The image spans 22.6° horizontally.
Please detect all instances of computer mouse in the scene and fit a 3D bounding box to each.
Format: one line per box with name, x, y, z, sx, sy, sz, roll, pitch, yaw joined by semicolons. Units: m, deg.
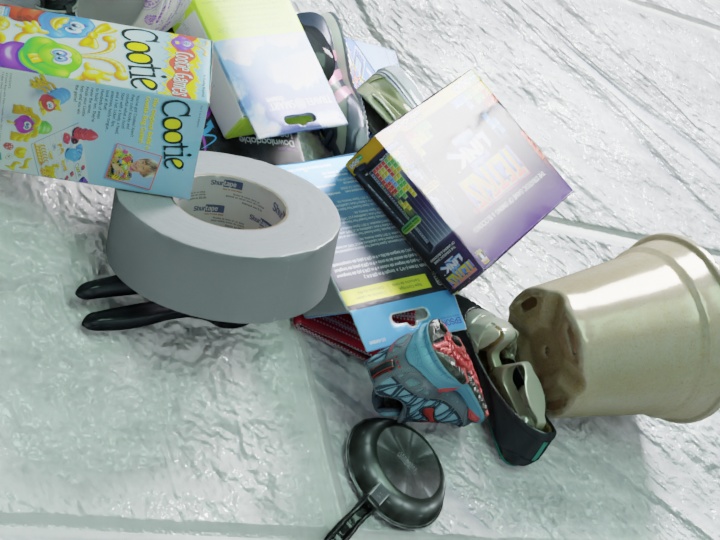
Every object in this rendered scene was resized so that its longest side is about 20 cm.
computer mouse;-0.095;-0.258;1.827;0.200;0.059;0.034;46;-6;23

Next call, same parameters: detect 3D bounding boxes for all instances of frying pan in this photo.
frying pan;0.011;0.186;1.627;0.189;0.031;0.115;-7;64;-49

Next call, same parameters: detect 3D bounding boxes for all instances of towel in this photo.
towel;0.000;0.000;1.766;0.144;0.022;0.201;26;45;-25

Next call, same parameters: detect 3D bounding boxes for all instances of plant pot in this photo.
plant pot;0.252;0.071;1.833;0.183;0.201;0.201;-8;65;-33

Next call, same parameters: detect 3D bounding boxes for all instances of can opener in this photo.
can opener;-0.158;0.019;1.575;0.199;0.079;0.064;-2;68;-33

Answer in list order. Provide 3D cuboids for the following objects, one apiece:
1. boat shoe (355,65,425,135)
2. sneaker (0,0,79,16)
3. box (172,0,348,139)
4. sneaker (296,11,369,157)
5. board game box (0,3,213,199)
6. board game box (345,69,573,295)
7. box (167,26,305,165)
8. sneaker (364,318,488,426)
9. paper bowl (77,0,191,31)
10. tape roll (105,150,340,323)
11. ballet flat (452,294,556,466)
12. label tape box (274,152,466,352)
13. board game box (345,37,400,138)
boat shoe;0.063;-0.119;1.866;0.062;0.072;0.200;-33;82;-25
sneaker;-0.269;-0.223;1.597;0.200;0.140;0.078;50;40;2
box;-0.105;-0.209;1.725;0.122;0.048;0.201;-14;73;-41
sneaker;-0.048;-0.176;1.839;0.082;0.070;0.201;-3;58;-23
board game box;-0.233;-0.145;1.533;0.199;0.105;0.103;9;37;-9
board game box;0.101;-0.091;1.768;0.165;0.057;0.200;49;41;2
box;-0.140;-0.181;1.739;0.142;0.036;0.201;1;62;-37
sneaker;0.056;0.102;1.674;0.200;0.095;0.080;51;19;-63
paper bowl;-0.233;-0.305;1.650;0.201;0.201;0.104;52;39;3
tape roll;-0.120;-0.032;1.571;0.199;0.066;0.201;10;26;-5
ballet flat;0.138;0.095;1.783;0.073;0.073;0.201;-4;62;-44
label tape box;-0.003;-0.009;1.709;0.143;0.066;0.201;-12;70;-44
board game box;0.019;-0.158;1.910;0.103;0.019;0.201;10;54;-40
